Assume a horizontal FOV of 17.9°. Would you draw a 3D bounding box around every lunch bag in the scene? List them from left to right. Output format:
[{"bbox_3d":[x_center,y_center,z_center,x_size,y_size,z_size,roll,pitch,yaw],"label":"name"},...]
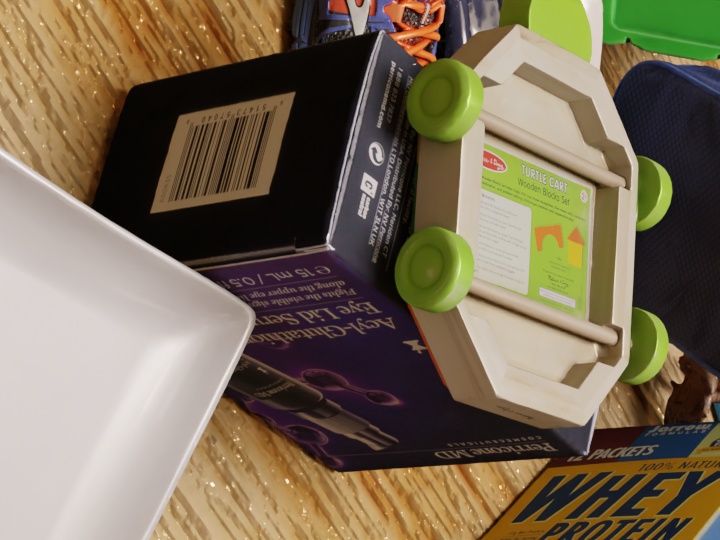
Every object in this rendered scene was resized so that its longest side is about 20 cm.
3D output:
[{"bbox_3d":[0.213,-0.024,1.180,0.132,0.200,0.136,5,110,-32],"label":"lunch bag"}]

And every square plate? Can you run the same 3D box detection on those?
[{"bbox_3d":[-0.150,0.061,0.855,0.200,0.028,0.199,34,79,-42],"label":"square plate"}]

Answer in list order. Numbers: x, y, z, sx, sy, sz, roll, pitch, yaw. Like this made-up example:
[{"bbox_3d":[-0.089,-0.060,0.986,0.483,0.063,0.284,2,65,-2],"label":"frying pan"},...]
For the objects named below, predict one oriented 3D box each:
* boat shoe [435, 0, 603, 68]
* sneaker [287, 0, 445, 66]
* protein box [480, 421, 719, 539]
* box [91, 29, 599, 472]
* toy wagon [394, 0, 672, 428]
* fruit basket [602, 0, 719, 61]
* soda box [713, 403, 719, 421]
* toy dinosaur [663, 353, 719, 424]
[{"bbox_3d":[0.072,-0.058,1.175,0.092,0.075,0.201,-8,100,-24],"label":"boat shoe"},{"bbox_3d":[0.012,-0.134,1.092,0.075,0.078,0.201,-10,91,-51],"label":"sneaker"},{"bbox_3d":[0.156,0.210,1.163,0.198,0.134,0.201,-40,114,-47],"label":"protein box"},{"bbox_3d":[0.000,0.000,0.998,0.200,0.148,0.105,38,56,-40],"label":"box"},{"bbox_3d":[0.073,-0.039,0.949,0.155,0.039,0.201,21,68,-48],"label":"toy wagon"},{"bbox_3d":[0.198,-0.224,1.269,0.215,0.155,0.217,13,90,-70],"label":"fruit basket"},{"bbox_3d":[0.246,0.053,1.358,0.064,0.068,0.201,-37,112,-49],"label":"soda box"},{"bbox_3d":[0.211,0.121,1.286,0.086,0.135,0.201,-24,133,-60],"label":"toy dinosaur"}]
